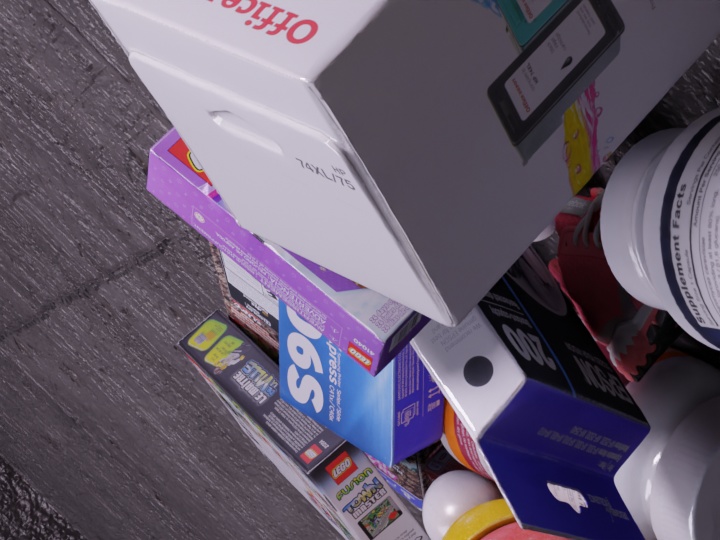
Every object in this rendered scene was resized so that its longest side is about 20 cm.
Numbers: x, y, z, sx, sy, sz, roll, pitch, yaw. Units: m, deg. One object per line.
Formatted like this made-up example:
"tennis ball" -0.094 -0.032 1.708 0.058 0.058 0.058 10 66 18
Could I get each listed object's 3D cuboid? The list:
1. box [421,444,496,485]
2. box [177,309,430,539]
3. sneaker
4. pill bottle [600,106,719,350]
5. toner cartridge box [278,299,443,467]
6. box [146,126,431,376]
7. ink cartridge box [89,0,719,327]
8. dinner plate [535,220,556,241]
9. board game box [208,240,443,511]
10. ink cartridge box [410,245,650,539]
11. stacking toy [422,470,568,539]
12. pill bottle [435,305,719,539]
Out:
"box" 0.146 0.141 1.578 0.200 0.100 0.096 22 151 50
"box" -0.033 0.106 1.604 0.110 0.035 0.200 55 171 -33
"sneaker" 0.130 -0.008 1.309 0.087 0.074 0.200 41 163 9
"pill bottle" 0.187 -0.015 1.100 0.111 0.111 0.200 50 162 -23
"toner cartridge box" 0.000 0.000 1.452 0.095 0.043 0.200 28 132 37
"box" 0.021 -0.066 1.195 0.137 0.200 0.039 40 155 13
"ink cartridge box" 0.026 -0.112 1.074 0.147 0.200 0.146 26 156 45
"dinner plate" 0.033 -0.093 1.405 0.200 0.024 0.200 38 161 15
"board game box" 0.005 0.033 1.638 0.159 0.097 0.200 37 162 19
"ink cartridge box" 0.073 0.039 1.270 0.200 0.043 0.198 59 -165 20
"stacking toy" 0.088 0.172 1.480 0.146 0.146 0.200 58 179 -40
"pill bottle" 0.141 0.088 1.451 0.200 0.110 0.110 23 154 47
